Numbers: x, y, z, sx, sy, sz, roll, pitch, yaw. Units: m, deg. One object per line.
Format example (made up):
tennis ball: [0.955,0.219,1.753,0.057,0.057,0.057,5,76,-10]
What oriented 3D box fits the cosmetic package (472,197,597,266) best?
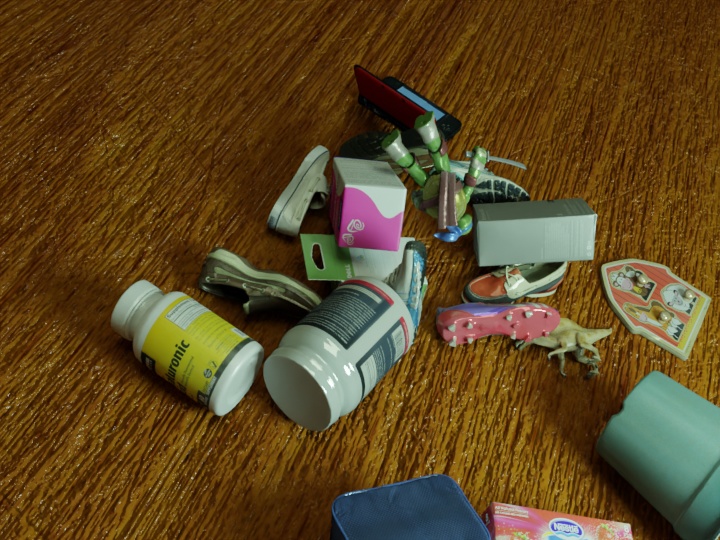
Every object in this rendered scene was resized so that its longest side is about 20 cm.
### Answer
cosmetic package: [0.290,-0.066,1.389,0.196,0.092,0.107,-1,21,1]

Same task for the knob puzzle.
knob puzzle: [0.519,0.043,1.455,0.215,0.031,0.222,8,48,-9]

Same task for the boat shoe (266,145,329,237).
boat shoe: [-0.088,-0.134,1.401,0.069,0.071,0.201,28,50,2]

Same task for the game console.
game console: [0.097,-0.340,1.604,0.199,0.120,0.172,37,49,16]

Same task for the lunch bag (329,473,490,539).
lunch bag: [0.058,0.346,0.979,0.196,0.135,0.136,-4,32,-22]

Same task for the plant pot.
plant pot: [0.452,0.257,1.146,0.199,0.203,0.195,-28,54,-35]

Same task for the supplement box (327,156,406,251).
supplement box: [0.007,-0.112,1.328,0.101,0.103,0.200,4,18,-10]

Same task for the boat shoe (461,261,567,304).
boat shoe: [0.261,0.017,1.377,0.196,0.063,0.072,-10,55,-23]

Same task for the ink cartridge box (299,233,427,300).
ink cartridge box: [0.000,0.000,1.313,0.196,0.060,0.105,2,47,-16]

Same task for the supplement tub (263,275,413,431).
supplement tub: [-0.028,0.113,1.149,0.139,0.142,0.200,36,49,16]

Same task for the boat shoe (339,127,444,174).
boat shoe: [0.060,-0.209,1.501,0.196,0.075,0.077,-4,48,13]

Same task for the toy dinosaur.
toy dinosaur: [0.353,0.117,1.320,0.196,0.059,0.102,-4,49,-20]

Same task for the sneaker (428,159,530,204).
sneaker: [0.224,-0.168,1.522,0.196,0.078,0.087,17,43,-2]

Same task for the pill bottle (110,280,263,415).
pill bottle: [-0.240,0.099,1.118,0.198,0.112,0.111,32,48,13]

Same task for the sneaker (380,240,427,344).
sneaker: [0.051,0.033,1.212,0.085,0.202,0.076,14,46,9]

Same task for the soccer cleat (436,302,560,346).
soccer cleat: [0.217,0.074,1.297,0.196,0.068,0.077,-7,34,-4]

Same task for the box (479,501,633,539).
box: [0.242,0.371,1.030,0.196,0.096,0.101,12,46,-10]

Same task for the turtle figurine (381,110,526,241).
turtle figurine: [0.131,-0.166,1.333,0.201,0.143,0.195,-50,116,-25]

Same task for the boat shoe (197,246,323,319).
boat shoe: [-0.153,0.041,1.233,0.199,0.075,0.076,22,60,12]
